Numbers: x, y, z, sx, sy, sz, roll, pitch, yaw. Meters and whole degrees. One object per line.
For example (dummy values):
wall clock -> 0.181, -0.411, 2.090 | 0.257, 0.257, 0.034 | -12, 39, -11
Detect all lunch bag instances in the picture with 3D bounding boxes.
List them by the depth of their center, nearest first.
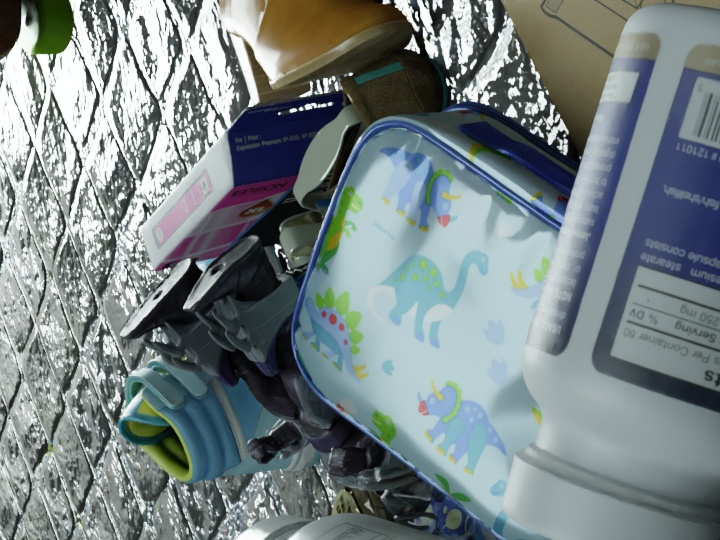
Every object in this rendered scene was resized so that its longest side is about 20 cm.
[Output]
lunch bag -> 0.070, 0.024, 0.846 | 0.200, 0.082, 0.162 | 35, 120, 30

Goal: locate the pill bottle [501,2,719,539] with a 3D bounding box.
pill bottle -> 0.127, 0.010, 0.696 | 0.116, 0.115, 0.201 | 21, 93, 58

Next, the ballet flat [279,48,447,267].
ballet flat -> -0.006, -0.038, 1.043 | 0.068, 0.072, 0.201 | 59, 148, 36

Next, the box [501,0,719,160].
box -> 0.115, -0.144, 0.827 | 0.201, 0.021, 0.164 | 66, 151, 22

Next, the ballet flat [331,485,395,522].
ballet flat -> -0.007, 0.186, 1.122 | 0.200, 0.046, 0.068 | 100, 157, -57

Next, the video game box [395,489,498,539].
video game box -> 0.082, 0.133, 0.978 | 0.200, 0.047, 0.183 | -30, 76, 61

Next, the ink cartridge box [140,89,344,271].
ink cartridge box -> -0.059, -0.054, 1.110 | 0.200, 0.094, 0.037 | -43, 64, 59

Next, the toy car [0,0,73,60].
toy car -> -0.297, -0.274, 1.412 | 0.158, 0.163, 0.200 | 60, 138, 30

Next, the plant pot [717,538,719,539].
plant pot -> 0.213, 0.171, 0.612 | 0.201, 0.199, 0.199 | 111, 146, -46

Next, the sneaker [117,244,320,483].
sneaker -> -0.111, 0.046, 1.210 | 0.201, 0.130, 0.080 | 69, 152, 17

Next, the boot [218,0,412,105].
boot -> -0.042, -0.178, 1.052 | 0.201, 0.070, 0.145 | -8, 97, 67

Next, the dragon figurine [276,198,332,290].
dragon figurine -> 0.000, 0.000, 0.983 | 0.100, 0.198, 0.059 | 79, -157, -56

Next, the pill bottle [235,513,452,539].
pill bottle -> 0.007, 0.188, 0.960 | 0.200, 0.114, 0.115 | 6, 106, 57

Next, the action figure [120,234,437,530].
action figure -> -0.028, 0.074, 0.971 | 0.200, 0.070, 0.130 | 47, 152, -22
